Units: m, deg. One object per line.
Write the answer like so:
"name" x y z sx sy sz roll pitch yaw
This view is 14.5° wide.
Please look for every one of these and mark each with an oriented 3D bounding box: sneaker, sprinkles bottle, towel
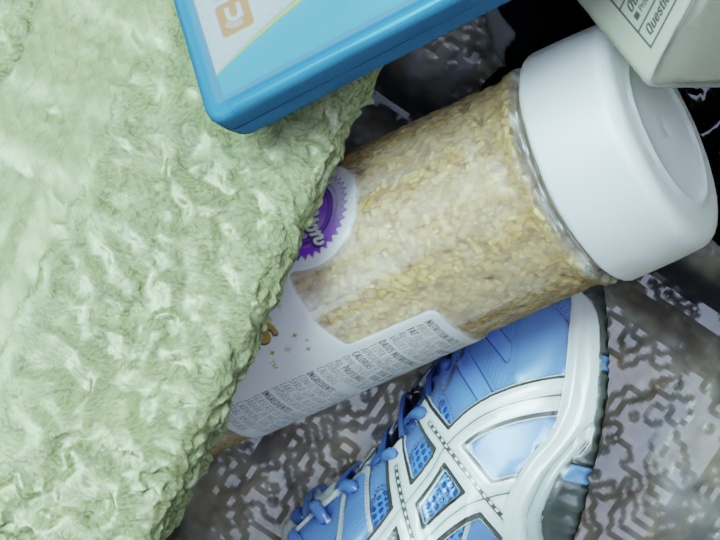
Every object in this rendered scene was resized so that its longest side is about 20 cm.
"sneaker" 0.020 0.073 0.831 0.077 0.076 0.200 17 88 -4
"sprinkles bottle" 0.000 0.000 0.802 0.200 0.068 0.068 -25 89 23
"towel" -0.086 -0.017 0.759 0.148 0.036 0.200 20 73 3

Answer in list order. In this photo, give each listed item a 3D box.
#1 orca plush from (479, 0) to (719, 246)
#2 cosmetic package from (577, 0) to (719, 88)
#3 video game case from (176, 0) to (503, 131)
"orca plush" 0.093 -0.047 0.836 0.105 0.071 0.200 -22 89 -1
"cosmetic package" 0.072 -0.151 0.772 0.071 0.105 0.200 -4 46 -37
"video game case" -0.003 -0.154 0.736 0.143 0.018 0.200 -26 69 21
